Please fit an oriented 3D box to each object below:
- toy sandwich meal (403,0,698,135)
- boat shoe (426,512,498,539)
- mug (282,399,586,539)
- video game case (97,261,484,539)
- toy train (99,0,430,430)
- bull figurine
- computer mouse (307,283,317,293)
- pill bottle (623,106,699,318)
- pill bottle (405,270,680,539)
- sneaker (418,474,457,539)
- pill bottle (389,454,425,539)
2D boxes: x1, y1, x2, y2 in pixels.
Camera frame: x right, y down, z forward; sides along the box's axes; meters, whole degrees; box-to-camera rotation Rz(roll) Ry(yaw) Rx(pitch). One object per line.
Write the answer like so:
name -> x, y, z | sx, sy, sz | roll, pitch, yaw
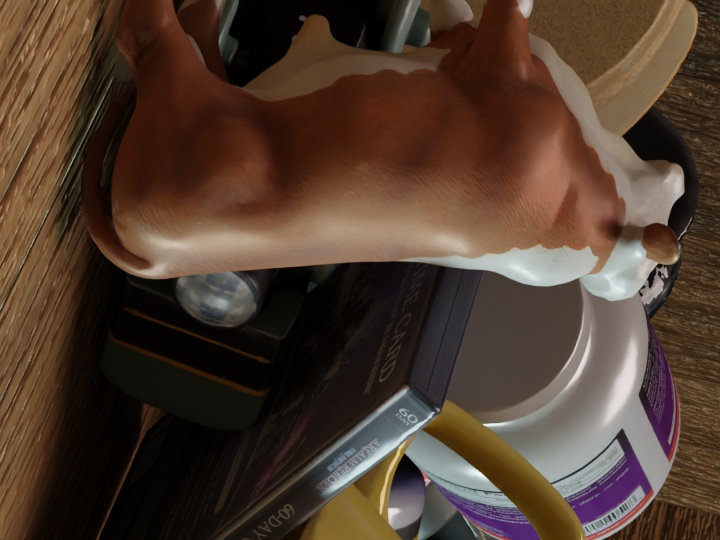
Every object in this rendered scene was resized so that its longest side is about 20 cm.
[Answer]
toy sandwich meal -> 0.050, -0.140, 1.066 | 0.070, 0.204, 0.207 | -168, -89, -72
boat shoe -> 0.004, 0.126, 1.330 | 0.073, 0.075, 0.200 | -44, -163, -25
mug -> 0.006, 0.152, 0.908 | 0.187, 0.153, 0.149 | -49, -167, 6
video game case -> -0.029, 0.053, 0.920 | 0.200, 0.019, 0.143 | -40, -162, 33
toy train -> -0.034, -0.041, 0.927 | 0.201, 0.085, 0.114 | -74, -174, -45
bull figurine -> 0.012, -0.048, 0.818 | 0.065, 0.199, 0.122 | 167, -80, -72
computer mouse -> 0.000, 0.000, 1.076 | 0.200, 0.053, 0.139 | 18, 96, -59
pill bottle -> 0.084, -0.002, 1.242 | 0.200, 0.111, 0.112 | 121, -14, -63
pill bottle -> 0.064, 0.041, 1.060 | 0.200, 0.112, 0.113 | 53, 49, -70
sneaker -> -0.024, 0.054, 1.268 | 0.067, 0.108, 0.201 | -40, -156, -8
pill bottle -> -0.044, 0.168, 1.111 | 0.111, 0.111, 0.201 | -58, 160, -75
